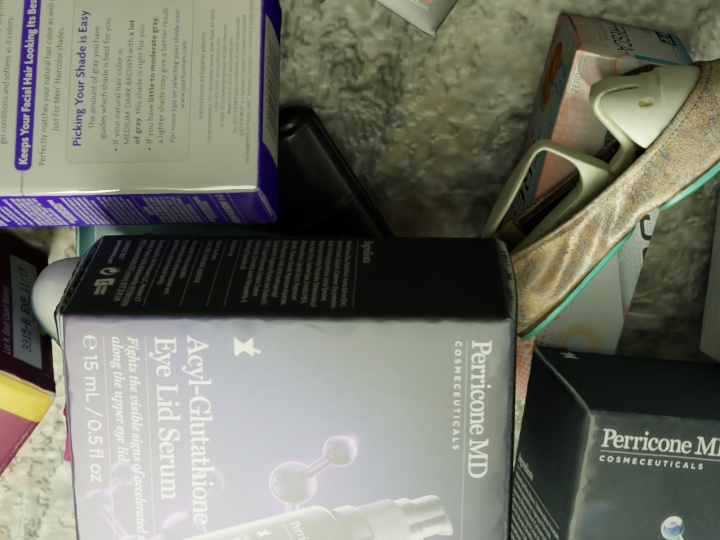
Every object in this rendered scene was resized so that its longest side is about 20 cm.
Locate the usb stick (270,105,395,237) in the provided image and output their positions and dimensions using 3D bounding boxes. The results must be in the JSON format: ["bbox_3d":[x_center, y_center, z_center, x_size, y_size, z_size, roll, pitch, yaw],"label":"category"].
[{"bbox_3d":[0.000,0.000,0.855,0.055,0.033,0.200,-27,114,16],"label":"usb stick"}]

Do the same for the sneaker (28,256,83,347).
[{"bbox_3d":[-0.070,0.033,0.805,0.199,0.072,0.073,20,141,-8],"label":"sneaker"}]

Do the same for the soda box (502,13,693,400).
[{"bbox_3d":[0.114,-0.027,0.829,0.068,0.064,0.201,10,116,-6],"label":"soda box"}]

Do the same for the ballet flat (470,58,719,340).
[{"bbox_3d":[0.119,-0.049,0.749,0.067,0.068,0.200,42,107,-11],"label":"ballet flat"}]

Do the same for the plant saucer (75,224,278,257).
[{"bbox_3d":[-0.055,0.007,0.841,0.199,0.019,0.070,13,127,6],"label":"plant saucer"}]

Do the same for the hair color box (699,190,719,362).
[{"bbox_3d":[0.226,0.004,0.758,0.064,0.200,0.110,6,96,-3],"label":"hair color box"}]

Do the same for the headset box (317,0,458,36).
[{"bbox_3d":[0.016,-0.219,0.725,0.148,0.077,0.200,31,110,-16],"label":"headset box"}]

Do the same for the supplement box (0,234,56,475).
[{"bbox_3d":[-0.253,0.080,0.826,0.103,0.131,0.200,27,114,-28],"label":"supplement box"}]

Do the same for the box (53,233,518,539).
[{"bbox_3d":[-0.029,0.068,0.726,0.199,0.104,0.149,-1,110,2],"label":"box"}]

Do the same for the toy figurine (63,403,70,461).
[{"bbox_3d":[-0.088,0.122,0.884,0.184,0.150,0.200,39,135,-4],"label":"toy figurine"}]

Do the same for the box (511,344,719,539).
[{"bbox_3d":[0.155,0.153,0.807,0.148,0.107,0.201,5,103,-10],"label":"box"}]

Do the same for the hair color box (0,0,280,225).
[{"bbox_3d":[-0.140,-0.081,0.753,0.199,0.065,0.110,0,77,4],"label":"hair color box"}]
